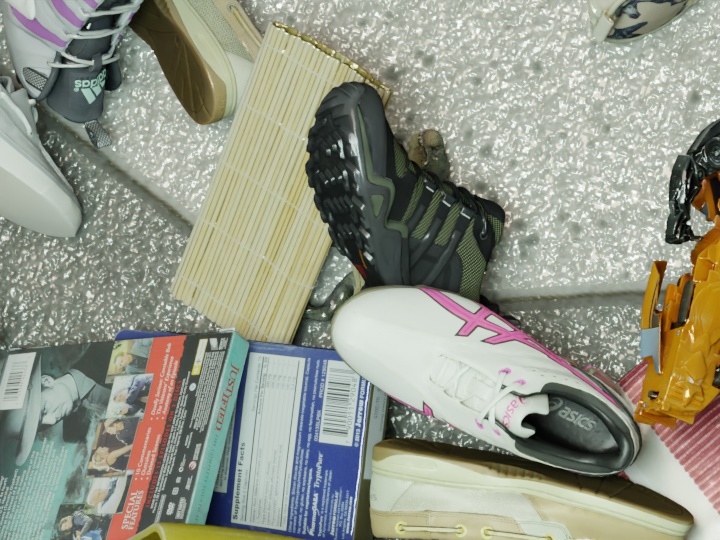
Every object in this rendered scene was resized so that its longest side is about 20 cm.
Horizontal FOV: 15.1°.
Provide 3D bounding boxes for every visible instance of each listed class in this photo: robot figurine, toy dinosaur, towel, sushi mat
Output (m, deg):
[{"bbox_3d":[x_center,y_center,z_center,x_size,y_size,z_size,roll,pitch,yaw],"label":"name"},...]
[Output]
[{"bbox_3d":[0.231,0.008,1.640,0.144,0.058,0.201,23,70,-21],"label":"robot figurine"},{"bbox_3d":[0.000,0.000,1.741,0.088,0.047,0.201,11,85,10],"label":"toy dinosaur"},{"bbox_3d":[0.178,0.142,1.676,0.200,0.023,0.144,-38,70,3],"label":"towel"},{"bbox_3d":[-0.053,-0.049,1.726,0.095,0.012,0.201,31,112,23],"label":"sushi mat"}]

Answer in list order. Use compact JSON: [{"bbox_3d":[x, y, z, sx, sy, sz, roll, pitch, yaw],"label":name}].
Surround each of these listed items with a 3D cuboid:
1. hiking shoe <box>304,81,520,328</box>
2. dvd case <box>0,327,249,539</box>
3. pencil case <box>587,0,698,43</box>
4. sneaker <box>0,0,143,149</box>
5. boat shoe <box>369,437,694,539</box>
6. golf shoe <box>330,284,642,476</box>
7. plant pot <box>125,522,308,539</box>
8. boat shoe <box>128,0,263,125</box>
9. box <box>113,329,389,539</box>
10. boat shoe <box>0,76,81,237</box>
[{"bbox_3d":[0.034,-0.035,1.684,0.100,0.201,0.076,-28,27,-22],"label":"hiking shoe"},{"bbox_3d":[-0.166,0.112,1.718,0.199,0.022,0.147,-6,61,36],"label":"dvd case"},{"bbox_3d":[0.151,-0.243,1.727,0.089,0.078,0.201,-16,74,-14],"label":"pencil case"},{"bbox_3d":[-0.172,-0.149,1.765,0.077,0.200,0.141,-10,98,-28],"label":"sneaker"},{"bbox_3d":[0.101,0.151,1.652,0.199,0.074,0.067,11,97,14],"label":"boat shoe"},{"bbox_3d":[0.078,0.064,1.623,0.199,0.092,0.073,22,96,-8],"label":"golf shoe"},{"bbox_3d":[-0.058,0.259,1.615,0.175,0.200,0.201,-2,75,-24],"label":"plant pot"},{"bbox_3d":[-0.115,-0.183,1.800,0.065,0.072,0.200,-16,58,-26],"label":"boat shoe"},{"bbox_3d":[-0.076,0.104,1.723,0.199,0.032,0.122,6,87,30],"label":"box"},{"bbox_3d":[-0.241,-0.096,1.757,0.072,0.200,0.069,-2,56,44],"label":"boat shoe"}]
